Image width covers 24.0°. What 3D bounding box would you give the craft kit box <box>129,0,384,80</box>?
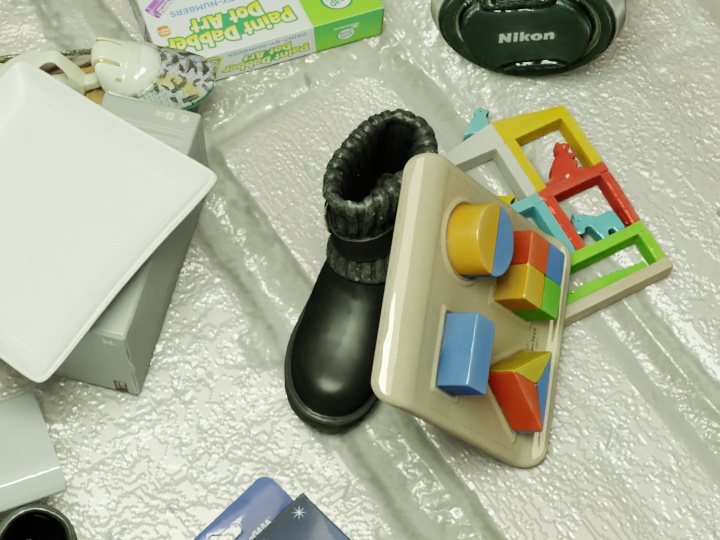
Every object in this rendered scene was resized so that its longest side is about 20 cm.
[{"bbox_3d":[-0.106,-0.265,1.451,0.199,0.049,0.198,-18,69,-13],"label":"craft kit box"}]

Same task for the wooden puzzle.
[{"bbox_3d":[0.095,0.032,1.231,0.046,0.200,0.186,-4,68,39],"label":"wooden puzzle"}]

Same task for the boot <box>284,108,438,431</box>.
[{"bbox_3d":[-0.002,-0.001,1.259,0.079,0.158,0.212,14,62,3],"label":"boot"}]

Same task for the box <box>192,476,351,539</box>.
[{"bbox_3d":[-0.032,0.229,1.069,0.200,0.032,0.121,41,68,17],"label":"box"}]

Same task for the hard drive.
[{"bbox_3d":[-0.314,0.149,1.189,0.199,0.027,0.132,-18,24,-13],"label":"hard drive"}]

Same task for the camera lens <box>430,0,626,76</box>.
[{"bbox_3d":[0.143,-0.276,1.410,0.159,0.160,0.201,7,63,-1],"label":"camera lens"}]

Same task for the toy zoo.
[{"bbox_3d":[0.146,-0.054,1.375,0.131,0.020,0.200,-24,68,-16],"label":"toy zoo"}]

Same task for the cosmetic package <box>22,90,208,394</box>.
[{"bbox_3d":[-0.181,-0.020,1.284,0.090,0.107,0.201,15,61,7],"label":"cosmetic package"}]

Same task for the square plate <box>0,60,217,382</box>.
[{"bbox_3d":[-0.236,-0.037,1.220,0.200,0.028,0.198,30,69,22],"label":"square plate"}]

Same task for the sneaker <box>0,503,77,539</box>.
[{"bbox_3d":[-0.222,0.251,1.146,0.070,0.099,0.201,-4,65,-9],"label":"sneaker"}]

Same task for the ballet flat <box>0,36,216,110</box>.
[{"bbox_3d":[-0.217,-0.151,1.341,0.199,0.072,0.072,-7,63,9],"label":"ballet flat"}]
